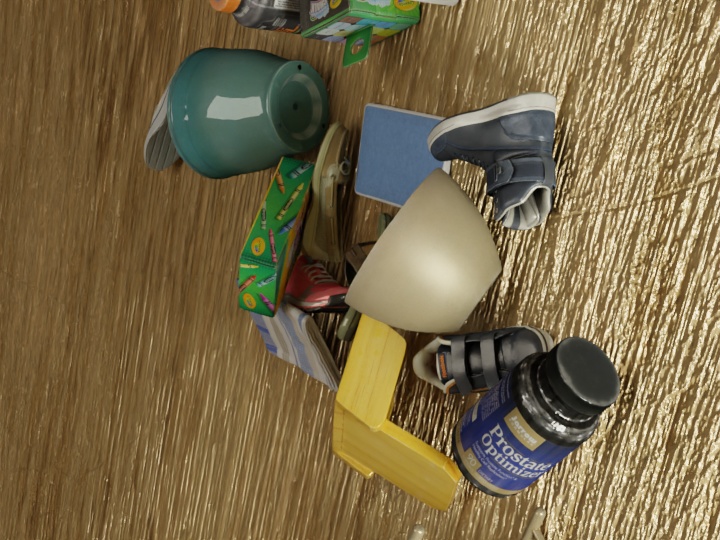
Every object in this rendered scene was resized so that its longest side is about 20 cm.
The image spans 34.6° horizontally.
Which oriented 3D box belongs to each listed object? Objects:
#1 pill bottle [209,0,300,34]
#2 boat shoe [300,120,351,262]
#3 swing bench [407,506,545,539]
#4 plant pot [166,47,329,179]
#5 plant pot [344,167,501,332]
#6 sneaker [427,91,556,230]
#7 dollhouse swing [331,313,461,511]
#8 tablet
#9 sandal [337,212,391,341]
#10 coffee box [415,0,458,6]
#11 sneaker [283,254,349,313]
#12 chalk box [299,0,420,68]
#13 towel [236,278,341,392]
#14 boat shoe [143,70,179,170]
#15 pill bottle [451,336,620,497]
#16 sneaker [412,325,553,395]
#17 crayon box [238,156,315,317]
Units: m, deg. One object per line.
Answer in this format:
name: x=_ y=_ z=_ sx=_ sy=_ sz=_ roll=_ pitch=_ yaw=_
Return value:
pill bottle: x=-0.118 y=-0.397 z=1.659 sx=0.106 sy=0.198 sz=0.108 roll=0 pitch=90 yaw=55
boat shoe: x=-0.038 y=-0.113 z=1.676 sx=0.073 sy=0.062 sz=0.203 roll=-46 pitch=-31 yaw=-77
swing bench: x=0.116 y=0.385 z=1.330 sx=0.201 sy=0.197 sz=0.131 roll=-56 pitch=48 yaw=39
plant pot: x=-0.156 y=-0.239 z=1.737 sx=0.186 sy=0.199 sz=0.203 roll=3 pitch=93 yaw=40
plant pot: x=0.091 y=-0.003 z=1.400 sx=0.134 sy=0.200 sz=0.201 roll=36 pitch=128 yaw=6
sneaker: x=0.153 y=-0.116 z=1.377 sx=0.201 sy=0.076 sz=0.148 roll=-13 pitch=77 yaw=54
dollhouse swing: x=0.059 y=0.182 z=1.487 sx=0.201 sy=0.173 sz=0.184 roll=94 pitch=-167 yaw=-62
tablet: x=0.057 y=-0.152 z=1.571 sx=0.199 sy=0.014 sz=0.132 roll=22 pitch=108 yaw=52
sandal: x=0.000 y=0.000 z=1.539 sx=0.080 sy=0.057 sz=0.202 roll=98 pitch=-168 yaw=-55
coffee box: x=0.063 y=-0.471 z=1.397 sx=0.200 sy=0.198 sz=0.200 roll=-46 pitch=54 yaw=46
sneaker: x=-0.076 y=0.019 z=1.715 sx=0.199 sy=0.073 sz=0.088 roll=0 pitch=89 yaw=55
chalk box: x=-0.003 y=-0.378 z=1.563 sx=0.124 sy=0.123 sz=0.203 roll=-10 pitch=84 yaw=54
towel: x=-0.109 y=0.095 z=1.733 sx=0.199 sy=0.024 sz=0.148 roll=26 pitch=146 yaw=49
boat shoe: x=-0.341 y=-0.278 z=2.114 sx=0.201 sy=0.073 sz=0.067 roll=-59 pitch=27 yaw=28
pill bottle: x=0.195 y=0.162 z=1.289 sx=0.200 sy=0.111 sz=0.113 roll=-51 pitch=51 yaw=43
sneaker: x=0.143 y=0.112 z=1.395 sx=0.199 sy=0.079 sz=0.080 roll=-18 pitch=75 yaw=52
crayon box: x=-0.119 y=-0.049 z=1.670 sx=0.119 sy=0.057 sz=0.202 roll=98 pitch=-171 yaw=-53
